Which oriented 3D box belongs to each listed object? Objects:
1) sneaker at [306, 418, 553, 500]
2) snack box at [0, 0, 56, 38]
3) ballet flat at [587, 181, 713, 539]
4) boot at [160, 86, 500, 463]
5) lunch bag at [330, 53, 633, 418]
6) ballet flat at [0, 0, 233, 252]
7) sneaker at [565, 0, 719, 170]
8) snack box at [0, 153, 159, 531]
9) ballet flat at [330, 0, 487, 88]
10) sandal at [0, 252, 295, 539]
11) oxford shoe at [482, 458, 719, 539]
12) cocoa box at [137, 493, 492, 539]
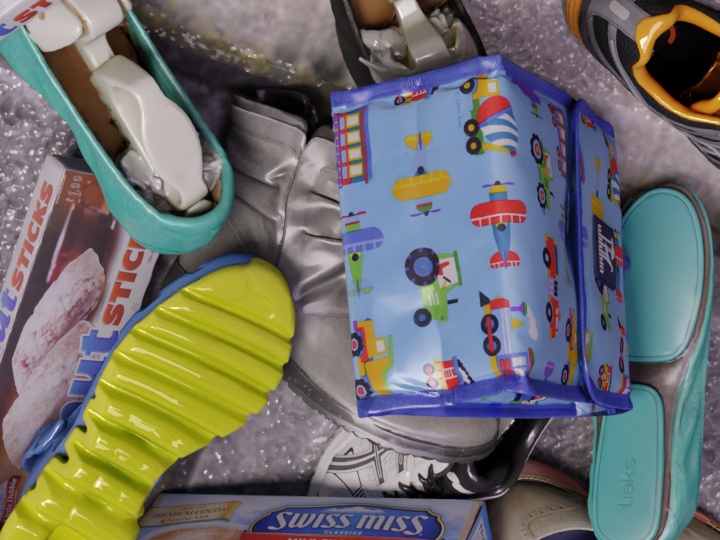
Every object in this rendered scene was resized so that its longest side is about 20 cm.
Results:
[{"bbox_3d":[0.039,0.102,1.012,0.075,0.088,0.200,29,108,-22],"label":"sneaker"},{"bbox_3d":[-0.192,-0.125,0.833,0.199,0.024,0.072,-30,80,18],"label":"snack box"},{"bbox_3d":[0.158,0.054,1.016,0.067,0.070,0.202,5,87,25],"label":"ballet flat"},{"bbox_3d":[0.000,0.000,0.934,0.199,0.068,0.131,30,111,10],"label":"boot"},{"bbox_3d":[0.079,-0.006,0.911,0.094,0.200,0.152,-10,80,31],"label":"lunch bag"},{"bbox_3d":[-0.119,-0.098,0.879,0.067,0.070,0.201,-40,107,-29],"label":"ballet flat"},{"bbox_3d":[0.192,-0.087,0.956,0.199,0.077,0.079,27,106,-21],"label":"sneaker"},{"bbox_3d":[-0.157,0.041,0.961,0.072,0.024,0.201,8,109,-41],"label":"snack box"},{"bbox_3d":[0.016,-0.129,0.911,0.068,0.068,0.201,-26,116,3],"label":"ballet flat"},{"bbox_3d":[-0.110,0.068,0.926,0.079,0.087,0.200,40,98,-21],"label":"sandal"},{"bbox_3d":[0.151,0.169,1.064,0.199,0.074,0.071,17,111,-25],"label":"oxford shoe"},{"bbox_3d":[-0.031,0.207,0.986,0.199,0.131,0.134,-1,119,22],"label":"cocoa box"}]
